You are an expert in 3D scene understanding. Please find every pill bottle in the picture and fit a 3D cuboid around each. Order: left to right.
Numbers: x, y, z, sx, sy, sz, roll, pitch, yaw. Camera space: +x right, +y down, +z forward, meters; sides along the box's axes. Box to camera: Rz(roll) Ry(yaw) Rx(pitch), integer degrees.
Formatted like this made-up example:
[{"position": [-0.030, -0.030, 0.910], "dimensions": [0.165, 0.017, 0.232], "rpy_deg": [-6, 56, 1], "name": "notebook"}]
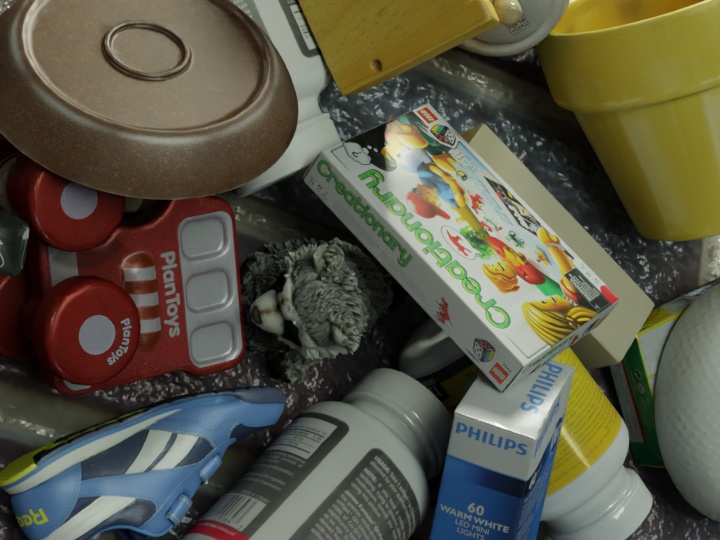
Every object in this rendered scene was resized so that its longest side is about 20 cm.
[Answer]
[{"position": [-0.087, -0.158, 1.167], "dimensions": [0.111, 0.111, 0.200], "rpy_deg": [-25, 93, -33], "name": "pill bottle"}, {"position": [-0.024, 0.159, 1.127], "dimensions": [0.200, 0.111, 0.111], "rpy_deg": [-45, 103, -30], "name": "pill bottle"}, {"position": [0.126, 0.112, 1.237], "dimensions": [0.112, 0.112, 0.200], "rpy_deg": [-43, 102, -31], "name": "pill bottle"}]

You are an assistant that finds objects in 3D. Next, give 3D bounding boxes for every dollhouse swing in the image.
[{"position": [0.025, -0.246, 1.182], "dimensions": [0.176, 0.182, 0.200], "rpy_deg": [-27, 93, -56], "name": "dollhouse swing"}]

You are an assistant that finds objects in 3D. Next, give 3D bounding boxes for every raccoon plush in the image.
[{"position": [0.000, 0.000, 1.171], "dimensions": [0.200, 0.134, 0.097], "rpy_deg": [-36, 99, -32], "name": "raccoon plush"}]

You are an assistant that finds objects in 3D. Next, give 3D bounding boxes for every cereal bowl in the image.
[{"position": [0.330, 0.105, 1.326], "dimensions": [0.200, 0.083, 0.200], "rpy_deg": [0, 90, -34], "name": "cereal bowl"}]

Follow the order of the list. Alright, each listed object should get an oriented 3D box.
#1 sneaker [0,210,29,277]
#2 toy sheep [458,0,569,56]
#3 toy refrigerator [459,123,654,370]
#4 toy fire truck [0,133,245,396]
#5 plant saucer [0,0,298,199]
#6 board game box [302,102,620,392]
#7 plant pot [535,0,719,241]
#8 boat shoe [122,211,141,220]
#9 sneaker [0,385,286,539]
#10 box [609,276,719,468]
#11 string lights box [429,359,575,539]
[{"position": [-0.285, -0.002, 0.994], "dimensions": [0.080, 0.200, 0.086], "rpy_deg": [4, 90, -65], "name": "sneaker"}, {"position": [0.098, -0.226, 1.265], "dimensions": [0.138, 0.138, 0.200], "rpy_deg": [40, 24, -18], "name": "toy sheep"}, {"position": [0.126, -0.015, 1.287], "dimensions": [0.200, 0.076, 0.070], "rpy_deg": [44, 61, -15], "name": "toy refrigerator"}, {"position": [-0.154, -0.021, 1.076], "dimensions": [0.168, 0.112, 0.200], "rpy_deg": [-12, 104, -35], "name": "toy fire truck"}, {"position": [-0.133, -0.125, 1.029], "dimensions": [0.200, 0.035, 0.200], "rpy_deg": [9, 44, -9], "name": "plant saucer"}, {"position": [0.070, -0.020, 1.149], "dimensions": [0.200, 0.035, 0.126], "rpy_deg": [47, 42, 13], "name": "board game box"}, {"position": [0.257, -0.133, 1.333], "dimensions": [0.201, 0.201, 0.189], "rpy_deg": [-30, 110, -32], "name": "plant pot"}, {"position": [-0.148, -0.083, 1.140], "dimensions": [0.072, 0.065, 0.200], "rpy_deg": [-29, 94, -28], "name": "boat shoe"}, {"position": [-0.135, 0.130, 1.102], "dimensions": [0.200, 0.074, 0.082], "rpy_deg": [-21, 91, -25], "name": "sneaker"}, {"position": [0.293, 0.070, 1.378], "dimensions": [0.200, 0.048, 0.117], "rpy_deg": [-21, 100, -31], "name": "box"}, {"position": [0.089, 0.164, 1.149], "dimensions": [0.103, 0.059, 0.200], "rpy_deg": [-48, 151, -57], "name": "string lights box"}]
